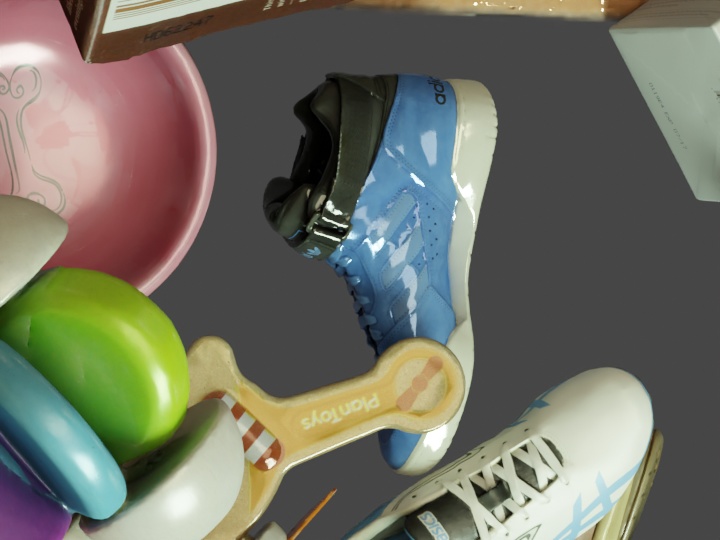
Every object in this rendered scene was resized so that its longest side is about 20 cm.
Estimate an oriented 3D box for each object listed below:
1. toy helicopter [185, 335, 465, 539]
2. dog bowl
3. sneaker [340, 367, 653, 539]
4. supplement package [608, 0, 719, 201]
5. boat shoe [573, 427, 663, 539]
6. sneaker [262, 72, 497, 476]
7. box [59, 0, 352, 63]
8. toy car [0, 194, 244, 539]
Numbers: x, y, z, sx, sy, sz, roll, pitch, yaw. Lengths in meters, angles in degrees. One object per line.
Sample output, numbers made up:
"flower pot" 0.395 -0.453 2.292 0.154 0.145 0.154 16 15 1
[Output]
"toy helicopter" -0.041 0.090 1.239 0.199 0.079 0.133 -19 86 -6
"dog bowl" -0.156 -0.057 1.218 0.199 0.074 0.201 -2 94 -23
"sneaker" 0.064 0.121 1.294 0.200 0.072 0.072 -38 80 6
"supplement package" 0.254 -0.135 1.374 0.200 0.109 0.114 -36 107 -18
"boat shoe" 0.095 0.167 1.355 0.067 0.072 0.201 21 89 10
"sneaker" 0.000 0.000 1.290 0.111 0.077 0.201 6 97 -20
"box" -0.073 -0.231 1.153 0.164 0.166 0.201 -16 70 -22
"toy car" -0.164 0.082 1.112 0.175 0.200 0.150 51 31 -12
